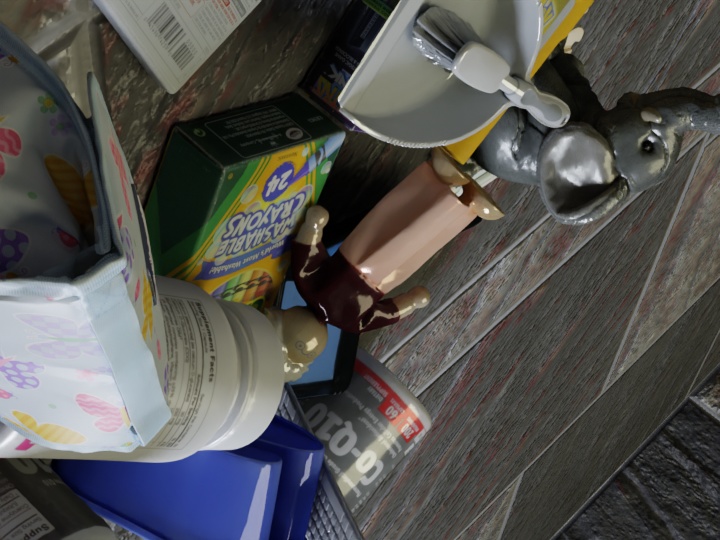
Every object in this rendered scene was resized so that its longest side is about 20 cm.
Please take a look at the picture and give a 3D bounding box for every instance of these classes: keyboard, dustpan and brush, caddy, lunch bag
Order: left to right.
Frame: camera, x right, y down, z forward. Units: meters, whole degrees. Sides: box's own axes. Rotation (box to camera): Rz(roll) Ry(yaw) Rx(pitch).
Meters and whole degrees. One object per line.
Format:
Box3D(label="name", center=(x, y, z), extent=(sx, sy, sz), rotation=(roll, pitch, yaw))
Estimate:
Box3D(label="lunch bag", center=(-0.160, -0.021, 0.635), extent=(0.127, 0.200, 0.170), rotation=(-43, 157, -19))
Box3D(label="caddy", center=(-0.123, 0.147, 1.014), extent=(0.141, 0.199, 0.105), rotation=(-3, 112, -64))
Box3D(label="keyboard", center=(-0.035, 0.158, 1.040), extent=(0.011, 0.200, 0.057), rotation=(3, 118, -23))
Box3D(label="dustpan and brush", center=(0.082, -0.127, 0.915), extent=(0.140, 0.057, 0.200), rotation=(-56, 156, 11))

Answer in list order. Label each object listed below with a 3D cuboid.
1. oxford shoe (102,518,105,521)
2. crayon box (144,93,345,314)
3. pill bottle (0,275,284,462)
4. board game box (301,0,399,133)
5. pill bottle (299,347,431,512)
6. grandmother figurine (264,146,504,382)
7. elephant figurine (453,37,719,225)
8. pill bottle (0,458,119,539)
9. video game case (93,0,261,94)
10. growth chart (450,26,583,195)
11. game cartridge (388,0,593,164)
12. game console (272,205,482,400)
Box3D(label="oxford shoe", center=(-0.238, 0.197, 1.019), extent=(0.085, 0.073, 0.200), rotation=(-60, 158, 18))
Box3D(label="crayon box", center=(-0.097, -0.015, 0.980), extent=(0.126, 0.052, 0.201), rotation=(-24, 147, -50))
Box3D(label="pill bottle", center=(-0.146, 0.056, 0.851), extent=(0.200, 0.113, 0.114), rotation=(12, 117, -50))
Box3D(label="board game box", center=(0.063, -0.172, 1.038), extent=(0.166, 0.057, 0.200), rotation=(-58, 158, 14))
Box3D(label="pill bottle", center=(-0.039, 0.175, 1.327), extent=(0.200, 0.114, 0.114), rotation=(-47, 159, -11))
Box3D(label="grandmother figurine", center=(0.000, 0.000, 1.012), extent=(0.200, 0.121, 0.061), rotation=(-45, -159, 10))
Box3D(label="elephant figurine", center=(0.189, -0.101, 1.161), extent=(0.142, 0.200, 0.155), rotation=(-45, 161, -21))
Box3D(label="pill bottle", center=(-0.211, 0.167, 0.842), extent=(0.114, 0.200, 0.114), rotation=(-42, 158, -21))
Box3D(label="video game case", center=(-0.075, -0.204, 0.753), extent=(0.182, 0.022, 0.200), rotation=(-48, 158, -6))
Box3D(label="growth chart", center=(0.136, -0.144, 1.287), extent=(0.145, 0.018, 0.201), rotation=(-30, 151, -44))
Box3D(label="game cartridge", center=(0.100, -0.179, 0.978), extent=(0.200, 0.032, 0.176), rotation=(-50, 156, 4))
Box3D(label="game console", center=(-0.002, 0.028, 1.139), extent=(0.200, 0.116, 0.177), rotation=(2, 99, -64))
